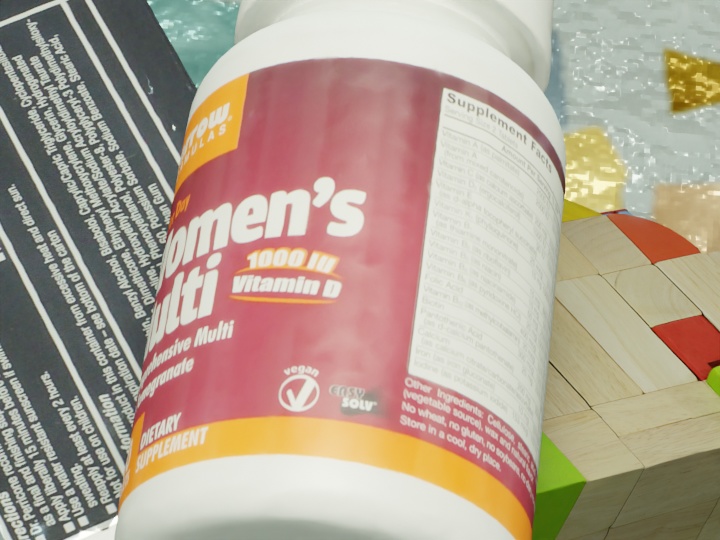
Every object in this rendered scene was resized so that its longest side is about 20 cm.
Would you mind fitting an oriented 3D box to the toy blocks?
[{"bbox_3d":[0.070,0.025,0.891,0.199,0.100,0.137,-11,47,-42],"label":"toy blocks"}]

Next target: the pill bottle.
[{"bbox_3d":[0.000,0.000,0.776,0.109,0.110,0.201,6,59,3],"label":"pill bottle"}]

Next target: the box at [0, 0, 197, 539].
[{"bbox_3d":[-0.123,0.038,0.881,0.197,0.124,0.201,-22,62,-16],"label":"box"}]
